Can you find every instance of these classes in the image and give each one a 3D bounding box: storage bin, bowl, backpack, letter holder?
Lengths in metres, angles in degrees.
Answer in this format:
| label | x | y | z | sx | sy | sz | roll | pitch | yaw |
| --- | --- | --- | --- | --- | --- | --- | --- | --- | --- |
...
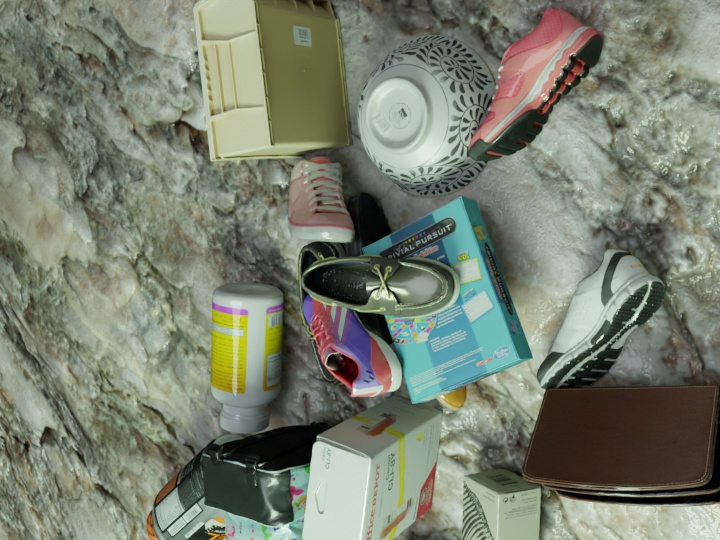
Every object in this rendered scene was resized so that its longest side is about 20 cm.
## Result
| label | x | y | z | sx | sy | sz | roll | pitch | yaw |
| --- | --- | --- | --- | --- | --- | --- | --- | --- | --- |
| storage bin | -0.107 | -0.248 | 1.133 | 0.092 | 0.199 | 0.202 | -4 | 95 | 30 |
| bowl | 0.065 | -0.191 | 1.098 | 0.198 | 0.094 | 0.205 | 5 | 99 | 31 |
| backpack | -0.094 | 0.284 | 1.204 | 0.176 | 0.199 | 0.153 | 1 | 102 | 40 |
| letter holder | 0.293 | 0.211 | 0.968 | 0.197 | 0.143 | 0.102 | -7 | 124 | 32 |

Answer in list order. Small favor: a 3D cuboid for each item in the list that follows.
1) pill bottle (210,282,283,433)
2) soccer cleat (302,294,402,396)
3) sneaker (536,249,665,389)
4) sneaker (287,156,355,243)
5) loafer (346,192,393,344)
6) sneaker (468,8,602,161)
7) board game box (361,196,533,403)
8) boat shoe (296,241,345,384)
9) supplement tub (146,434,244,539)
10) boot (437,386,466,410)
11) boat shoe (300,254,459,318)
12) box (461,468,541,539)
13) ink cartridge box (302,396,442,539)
| label | x | y | z | sx | sy | sz | roll | pitch | yaw |
| --- | --- | --- | --- | --- | --- | --- | --- | --- | --- |
| pill bottle | -0.164 | 0.125 | 1.281 | 0.103 | 0.104 | 0.204 | 9 | 101 | 30 |
| soccer cleat | -0.028 | 0.087 | 1.109 | 0.200 | 0.072 | 0.069 | 42 | 134 | 42 |
| sneaker | 0.269 | 0.061 | 1.032 | 0.201 | 0.073 | 0.081 | -56 | 40 | 31 |
| sneaker | -0.053 | -0.094 | 1.150 | 0.200 | 0.074 | 0.107 | -147 | 63 | -73 |
| loafer | 0.000 | 0.000 | 1.181 | 0.071 | 0.072 | 0.204 | -4 | 94 | 36 |
| sneaker | 0.190 | -0.216 | 1.040 | 0.200 | 0.073 | 0.087 | -48 | 62 | 20 |
| board game box | 0.101 | 0.037 | 1.065 | 0.150 | 0.047 | 0.203 | -26 | 74 | 29 |
| boat shoe | -0.052 | 0.061 | 1.225 | 0.071 | 0.060 | 0.205 | -3 | 95 | 35 |
| supplement tub | -0.234 | 0.349 | 1.346 | 0.200 | 0.122 | 0.123 | -44 | 74 | 29 |
| boot | 0.123 | 0.057 | 1.111 | 0.143 | 0.070 | 0.204 | -33 | 76 | 31 |
| boat shoe | 0.020 | 0.018 | 1.054 | 0.199 | 0.060 | 0.073 | 2 | 88 | 33 |
| box | 0.172 | 0.358 | 1.105 | 0.082 | 0.067 | 0.204 | 9 | 99 | 62 |
| ink cartridge box | 0.020 | 0.261 | 1.128 | 0.082 | 0.199 | 0.148 | 13 | 104 | 29 |
